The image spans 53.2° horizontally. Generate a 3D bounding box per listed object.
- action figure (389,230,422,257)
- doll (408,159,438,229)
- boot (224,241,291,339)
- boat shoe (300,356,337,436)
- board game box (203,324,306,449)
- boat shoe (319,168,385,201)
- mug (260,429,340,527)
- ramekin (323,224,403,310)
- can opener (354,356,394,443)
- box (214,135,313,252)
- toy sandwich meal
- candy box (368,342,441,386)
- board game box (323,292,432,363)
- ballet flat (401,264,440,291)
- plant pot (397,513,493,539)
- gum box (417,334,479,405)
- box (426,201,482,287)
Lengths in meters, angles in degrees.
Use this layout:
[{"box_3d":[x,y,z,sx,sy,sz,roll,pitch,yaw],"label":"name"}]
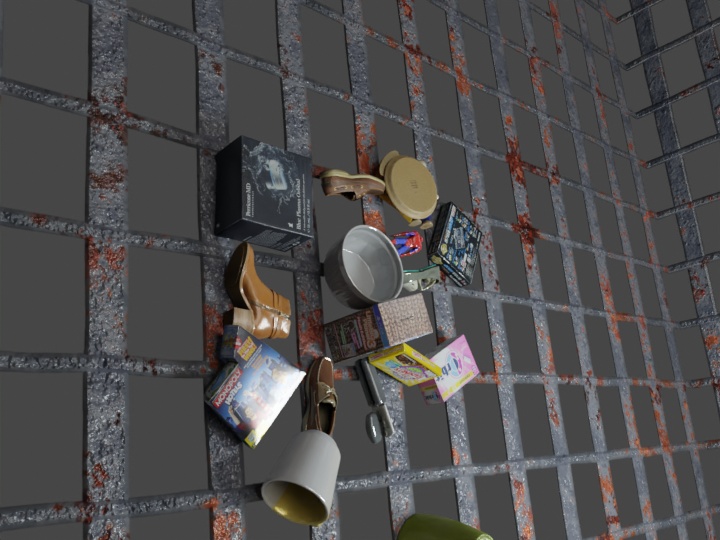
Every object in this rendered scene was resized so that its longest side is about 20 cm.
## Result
[{"box_3d":[0.115,-0.070,1.952,0.199,0.051,0.067,-17,93,-51],"label":"action figure"},{"box_3d":[0.172,-0.222,2.061,0.134,0.048,0.204,10,68,-29],"label":"doll"},{"box_3d":[-0.217,0.049,1.567,0.153,0.073,0.204,13,78,-40],"label":"boot"},{"box_3d":[-0.080,0.290,1.610,0.075,0.071,0.204,22,61,-37],"label":"boat shoe"},{"box_3d":[-0.235,0.220,1.474,0.201,0.061,0.201,54,54,-26],"label":"board game box"},{"box_3d":[-0.020,-0.212,1.859,0.197,0.072,0.069,4,77,-37],"label":"boat shoe"},{"box_3d":[-0.116,0.430,1.505,0.147,0.188,0.154,23,44,1],"label":"mug"},{"box_3d":[0.000,0.000,1.762,0.198,0.104,0.204,21,56,-36],"label":"ramekin"},{"box_3d":[0.030,0.310,1.726,0.066,0.052,0.204,-11,83,-46],"label":"can opener"},{"box_3d":[-0.215,-0.167,1.613,0.198,0.117,0.200,12,67,-40],"label":"box"},{"box_3d":[0.123,-0.228,1.985,0.202,0.070,0.209,14,65,-31],"label":"toy sandwich meal"},{"box_3d":[0.112,0.234,1.765,0.199,0.101,0.027,37,41,-48],"label":"candy box"},{"box_3d":[0.040,0.137,1.692,0.158,0.198,0.099,-11,81,-46],"label":"board game box"},{"box_3d":[0.150,0.025,1.941,0.198,0.067,0.065,-9,89,-46],"label":"ballet flat"},{"box_3d":[0.215,0.663,1.674,0.185,0.198,0.191,18,63,-39],"label":"plant pot"},{"box_3d":[0.232,0.263,1.932,0.199,0.066,0.115,-27,94,-46],"label":"gum box"},{"box_3d":[0.281,-0.078,2.120,0.158,0.046,0.202,40,51,-28],"label":"box"}]
